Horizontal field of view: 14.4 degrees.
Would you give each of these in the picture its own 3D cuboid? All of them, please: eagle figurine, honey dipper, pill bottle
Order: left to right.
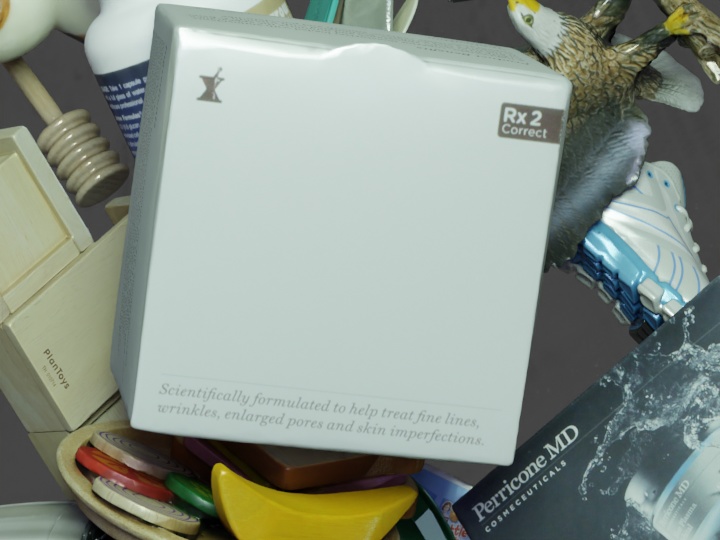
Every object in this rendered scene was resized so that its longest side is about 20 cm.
[{"bbox_3d":[-0.206,-0.124,1.667,0.038,0.038,0.200,-36,76,-6],"label":"honey dipper"},{"bbox_3d":[-0.080,-0.101,1.528,0.111,0.111,0.201,-26,104,-4],"label":"pill bottle"},{"bbox_3d":[0.099,-0.100,1.573,0.200,0.152,0.151,-39,103,3],"label":"eagle figurine"}]

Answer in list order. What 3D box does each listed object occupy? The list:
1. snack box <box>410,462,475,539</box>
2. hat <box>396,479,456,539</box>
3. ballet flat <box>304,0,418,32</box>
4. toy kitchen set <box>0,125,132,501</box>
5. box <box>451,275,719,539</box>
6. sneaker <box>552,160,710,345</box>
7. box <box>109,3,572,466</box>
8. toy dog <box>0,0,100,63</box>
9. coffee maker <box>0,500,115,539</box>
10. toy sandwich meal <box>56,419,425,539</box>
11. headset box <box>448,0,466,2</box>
[{"bbox_3d":[-0.010,0.126,1.605,0.199,0.024,0.072,25,79,8],"label":"snack box"},{"bbox_3d":[-0.030,0.194,1.497,0.165,0.176,0.201,-15,87,8],"label":"hat"},{"bbox_3d":[0.009,-0.193,1.669,0.063,0.067,0.201,16,77,-22],"label":"ballet flat"},{"bbox_3d":[-0.183,0.008,1.617,0.163,0.180,0.201,-43,113,-34],"label":"toy kitchen set"},{"bbox_3d":[0.187,0.149,1.486,0.197,0.117,0.200,-42,54,12],"label":"box"},{"bbox_3d":[0.167,-0.014,1.610,0.200,0.075,0.087,43,72,8],"label":"sneaker"},{"bbox_3d":[-0.014,-0.020,1.429,0.198,0.131,0.201,7,99,-10],"label":"box"},{"bbox_3d":[-0.160,-0.171,1.622,0.199,0.140,0.195,-3,105,-14],"label":"toy dog"},{"bbox_3d":[-0.213,0.209,1.513,0.199,0.135,0.193,0,65,22],"label":"coffee maker"},{"bbox_3d":[-0.057,0.100,1.477,0.204,0.205,0.071,18,105,6],"label":"toy sandwich meal"},{"bbox_3d":[0.121,-0.260,1.656,0.173,0.093,0.201,-7,77,1],"label":"headset box"}]
